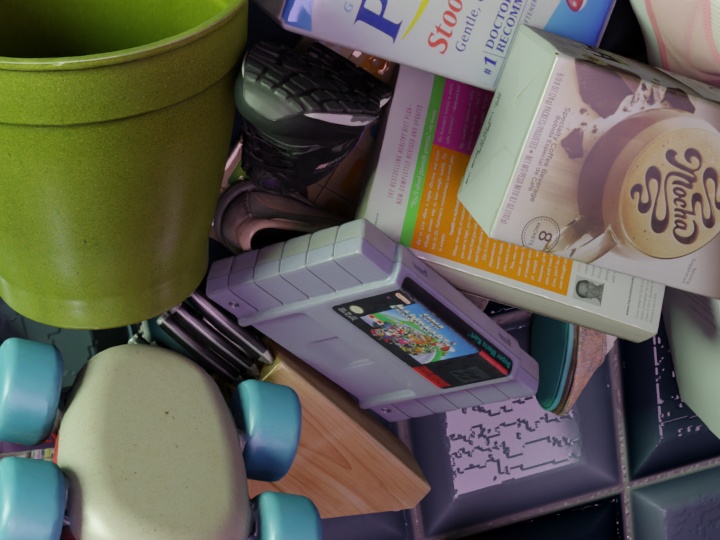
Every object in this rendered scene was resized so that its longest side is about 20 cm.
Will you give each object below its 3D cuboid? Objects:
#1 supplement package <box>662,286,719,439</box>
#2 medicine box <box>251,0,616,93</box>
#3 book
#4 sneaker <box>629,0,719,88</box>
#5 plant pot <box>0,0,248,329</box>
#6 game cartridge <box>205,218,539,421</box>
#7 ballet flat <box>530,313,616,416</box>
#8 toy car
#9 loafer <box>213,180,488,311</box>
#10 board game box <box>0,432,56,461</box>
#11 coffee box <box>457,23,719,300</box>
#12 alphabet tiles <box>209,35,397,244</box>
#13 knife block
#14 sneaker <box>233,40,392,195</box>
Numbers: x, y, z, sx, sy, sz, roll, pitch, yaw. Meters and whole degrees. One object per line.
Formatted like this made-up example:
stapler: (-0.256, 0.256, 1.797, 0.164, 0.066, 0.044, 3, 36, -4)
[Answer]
supplement package: (0.281, 0.015, 1.038, 0.117, 0.117, 0.201, -20, 116, -7)
medicine box: (0.055, -0.214, 0.883, 0.199, 0.103, 0.183, 12, 108, -25)
book: (0.104, -0.046, 0.945, 0.199, 0.048, 0.134, 17, 73, -8)
sneaker: (0.238, -0.140, 0.928, 0.075, 0.104, 0.200, -58, 149, -6)
plant pot: (-0.155, -0.078, 0.850, 0.200, 0.201, 0.193, -9, 126, -12)
game cartridge: (0.013, 0.039, 0.953, 0.200, 0.129, 0.039, 38, 54, -40)
ballet flat: (0.157, 0.008, 1.029, 0.067, 0.068, 0.201, -9, 115, -16)
toy car: (-0.148, 0.166, 0.903, 0.184, 0.177, 0.200, 11, 128, -22)
loafer: (0.000, 0.000, 0.975, 0.199, 0.063, 0.072, 19, 105, -22)
board game box: (-0.256, 0.156, 0.961, 0.199, 0.032, 0.120, -5, 132, -25)
coffee box: (0.174, -0.057, 0.877, 0.199, 0.080, 0.113, 14, 108, -16)
alphabet tiles: (0.011, -0.055, 0.994, 0.200, 0.008, 0.167, 28, 101, -24)
knife block: (-0.053, 0.080, 0.999, 0.199, 0.064, 0.176, -4, 114, -13)
sneaker: (-0.035, -0.077, 0.864, 0.076, 0.200, 0.088, 34, 103, 7)
